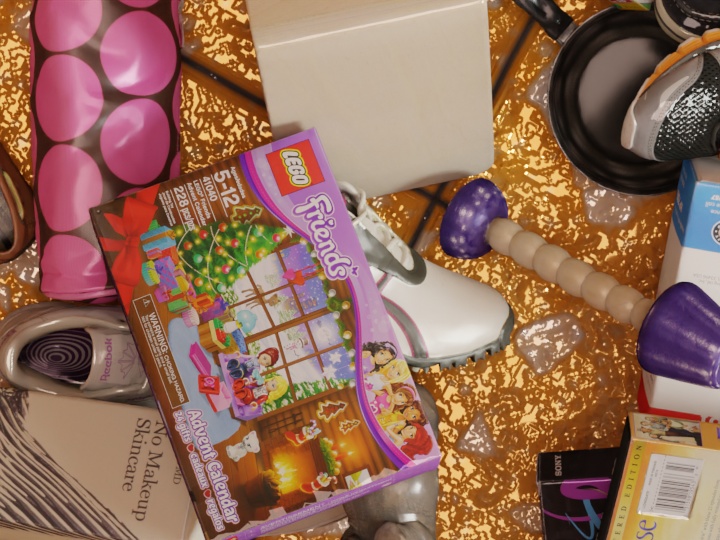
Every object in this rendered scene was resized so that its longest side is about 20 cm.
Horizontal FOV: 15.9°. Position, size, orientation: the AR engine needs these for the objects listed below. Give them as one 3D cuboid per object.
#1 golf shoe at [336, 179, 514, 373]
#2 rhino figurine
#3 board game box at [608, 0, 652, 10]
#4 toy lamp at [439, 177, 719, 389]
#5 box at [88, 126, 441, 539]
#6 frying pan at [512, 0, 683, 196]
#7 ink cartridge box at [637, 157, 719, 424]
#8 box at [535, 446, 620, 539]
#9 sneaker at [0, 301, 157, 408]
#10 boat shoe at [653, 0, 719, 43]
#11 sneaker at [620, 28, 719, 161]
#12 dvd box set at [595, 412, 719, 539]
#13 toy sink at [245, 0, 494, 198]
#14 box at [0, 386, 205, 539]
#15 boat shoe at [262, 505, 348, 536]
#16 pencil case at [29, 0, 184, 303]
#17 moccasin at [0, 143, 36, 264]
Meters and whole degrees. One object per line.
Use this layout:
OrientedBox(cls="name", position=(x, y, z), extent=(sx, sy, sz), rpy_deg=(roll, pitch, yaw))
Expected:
OrientedBox(cls="golf shoe", position=(0.000, 0.000, 1.493), extent=(0.198, 0.077, 0.089), rpy_deg=(12, 120, -10))
OrientedBox(cls="rhino figurine", position=(0.014, 0.154, 1.481), extent=(0.059, 0.087, 0.202), rpy_deg=(1, 93, 19))
OrientedBox(cls="board game box", position=(0.159, -0.259, 1.479), extent=(0.030, 0.095, 0.202), rpy_deg=(6, 83, 27))
OrientedBox(cls="toy lamp", position=(0.134, 0.009, 1.472), extent=(0.199, 0.058, 0.059), rpy_deg=(29, 93, 32))
OrientedBox(cls="box", position=(-0.054, 0.037, 1.416), extent=(0.136, 0.039, 0.201), rpy_deg=(-20, 77, -7))
OrientedBox(cls="frying pan", position=(0.132, -0.114, 1.528), extent=(0.189, 0.031, 0.116), rpy_deg=(19, 90, -2))
OrientedBox(cls="ink cartridge box", position=(0.230, 0.042, 1.513), extent=(0.115, 0.067, 0.202), rpy_deg=(9, 108, -2))
OrientedBox(cls="box", position=(0.206, 0.164, 1.508), extent=(0.198, 0.036, 0.144), rpy_deg=(-5, 122, 5))
OrientedBox(cls="sneaker", position=(-0.118, 0.058, 1.499), extent=(0.198, 0.100, 0.076), rpy_deg=(1, 93, -4))
OrientedBox(cls="boat shoe", position=(0.266, -0.184, 1.504), extent=(0.198, 0.062, 0.075), rpy_deg=(-16, 62, -4))
OrientedBox(cls="sneaker", position=(0.243, -0.092, 1.479), extent=(0.199, 0.077, 0.079), rpy_deg=(-11, 139, -21))
OrientedBox(cls="dvd box set", position=(0.235, 0.158, 1.463), extent=(0.198, 0.029, 0.147), rpy_deg=(7, 123, -3))
OrientedBox(cls="toy sink", position=(0.003, -0.137, 1.472), extent=(0.129, 0.200, 0.113), rpy_deg=(-12, 65, 0))
OrientedBox(cls="box", position=(-0.178, 0.115, 1.470), extent=(0.198, 0.068, 0.083), rpy_deg=(6, 72, 14))
OrientedBox(cls="boat shoe", position=(-0.069, 0.127, 1.519), extent=(0.198, 0.070, 0.072), rpy_deg=(-9, 94, -1))
OrientedBox(cls="pencil case", position=(-0.143, -0.082, 1.492), extent=(0.093, 0.091, 0.202), rpy_deg=(0, 92, -34))
OrientedBox(cls="moccasin", position=(-0.262, -0.087, 1.493), extent=(0.073, 0.078, 0.202), rpy_deg=(-33, 94, 0))
